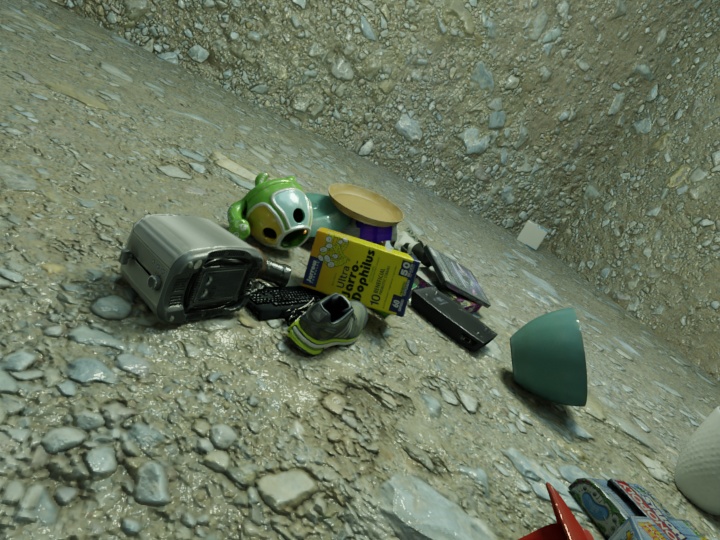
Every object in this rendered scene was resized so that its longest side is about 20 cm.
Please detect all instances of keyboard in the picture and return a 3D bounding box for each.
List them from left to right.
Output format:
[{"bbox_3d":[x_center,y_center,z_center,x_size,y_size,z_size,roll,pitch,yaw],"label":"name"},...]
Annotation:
[{"bbox_3d":[-0.111,0.046,0.874,0.104,0.040,0.199,38,20,26],"label":"keyboard"}]

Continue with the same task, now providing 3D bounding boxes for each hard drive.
[{"bbox_3d":[0.215,0.111,1.192,0.199,0.043,0.134,37,20,23],"label":"hard drive"}]

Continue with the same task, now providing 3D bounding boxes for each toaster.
[{"bbox_3d":[-0.233,-0.009,0.720,0.129,0.114,0.199,34,20,23],"label":"toaster"}]

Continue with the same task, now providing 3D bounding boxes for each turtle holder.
[{"bbox_3d":[-0.178,-0.116,1.053,0.132,0.141,0.185,56,18,22],"label":"turtle holder"}]

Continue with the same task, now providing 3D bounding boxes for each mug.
[{"bbox_3d":[0.739,0.392,1.023,0.199,0.176,0.148,17,22,-35],"label":"mug"}]

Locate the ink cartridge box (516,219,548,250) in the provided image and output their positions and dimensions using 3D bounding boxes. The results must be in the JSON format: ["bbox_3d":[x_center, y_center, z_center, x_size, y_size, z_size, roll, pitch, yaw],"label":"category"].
[{"bbox_3d":[1.145,-0.239,3.392,0.146,0.147,0.200,33,18,15],"label":"ink cartridge box"}]

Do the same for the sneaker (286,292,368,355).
[{"bbox_3d":[-0.033,0.077,0.829,0.074,0.081,0.200,45,23,13],"label":"sneaker"}]

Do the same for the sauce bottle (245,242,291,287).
[{"bbox_3d":[-0.213,-0.020,0.861,0.198,0.065,0.065,23,19,-24],"label":"sauce bottle"}]

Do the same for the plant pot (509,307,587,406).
[{"bbox_3d":[0.388,0.184,1.076,0.133,0.203,0.200,-5,11,15],"label":"plant pot"}]

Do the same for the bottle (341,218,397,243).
[{"bbox_3d":[-0.006,-0.104,1.281,0.197,0.066,0.084,4,36,1],"label":"bottle"}]

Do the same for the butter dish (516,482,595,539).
[{"bbox_3d":[0.144,0.314,0.394,0.200,0.146,0.201,-80,149,-73],"label":"butter dish"}]

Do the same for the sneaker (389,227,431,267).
[{"bbox_3d":[0.141,-0.050,1.467,0.075,0.088,0.200,64,-3,-28],"label":"sneaker"}]

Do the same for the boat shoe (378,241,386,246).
[{"bbox_3d":[-0.028,-0.093,1.354,0.198,0.072,0.065,24,-18,8],"label":"boat shoe"}]

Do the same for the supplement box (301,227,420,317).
[{"bbox_3d":[0.000,0.000,0.972,0.198,0.110,0.110,17,6,-2],"label":"supplement box"}]

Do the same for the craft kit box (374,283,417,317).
[{"bbox_3d":[0.014,0.013,1.152,0.199,0.049,0.197,33,21,12],"label":"craft kit box"}]

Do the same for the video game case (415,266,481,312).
[{"bbox_3d":[0.226,0.052,1.379,0.181,0.036,0.199,38,20,24],"label":"video game case"}]

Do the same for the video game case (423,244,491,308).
[{"bbox_3d":[0.262,0.017,1.381,0.199,0.019,0.144,27,29,-36],"label":"video game case"}]

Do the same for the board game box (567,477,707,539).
[{"bbox_3d":[0.410,0.380,0.738,0.198,0.062,0.200,20,20,-30],"label":"board game box"}]

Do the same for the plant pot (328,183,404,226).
[{"bbox_3d":[0.011,-0.157,1.252,0.198,0.028,0.201,19,25,-9],"label":"plant pot"}]

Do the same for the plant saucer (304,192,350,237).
[{"bbox_3d":[-0.122,-0.143,1.236,0.197,0.036,0.201,2,32,-1],"label":"plant saucer"}]
